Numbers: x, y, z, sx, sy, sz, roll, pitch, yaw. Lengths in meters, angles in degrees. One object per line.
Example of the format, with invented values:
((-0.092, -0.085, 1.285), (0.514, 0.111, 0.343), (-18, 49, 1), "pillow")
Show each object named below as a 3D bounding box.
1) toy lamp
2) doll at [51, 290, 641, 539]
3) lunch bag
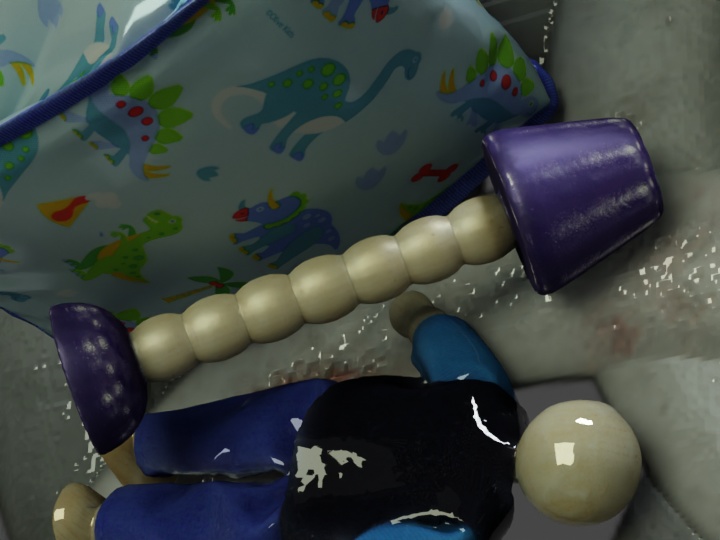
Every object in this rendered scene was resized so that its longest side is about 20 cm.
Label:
((0.000, 0.000, 0.844), (0.199, 0.058, 0.058), (-19, 55, -2), "toy lamp")
((-0.001, 0.062, 0.851), (0.199, 0.049, 0.137), (-5, 44, 32), "doll")
((-0.064, -0.058, 0.877), (0.200, 0.170, 0.128), (-42, 51, 13), "lunch bag")
